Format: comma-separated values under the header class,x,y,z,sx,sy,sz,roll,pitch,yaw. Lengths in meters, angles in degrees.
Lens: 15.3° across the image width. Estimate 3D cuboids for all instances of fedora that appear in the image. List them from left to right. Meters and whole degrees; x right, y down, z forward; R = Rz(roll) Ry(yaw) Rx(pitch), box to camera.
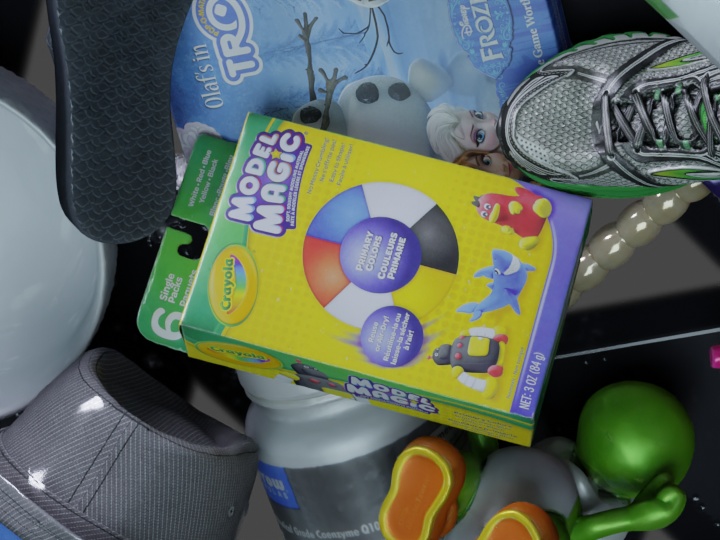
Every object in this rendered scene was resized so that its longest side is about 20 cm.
class,x,y,z,sx,sy,sz,roll,pitch,yaw
fedora,-0.111,0.099,1.319,0.176,0.200,0.091,32,90,16

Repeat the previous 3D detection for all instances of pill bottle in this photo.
class,x,y,z,sx,sy,sz,roll,pitch,yaw
pill bottle,0.007,0.103,1.372,0.113,0.114,0.201,-14,113,15

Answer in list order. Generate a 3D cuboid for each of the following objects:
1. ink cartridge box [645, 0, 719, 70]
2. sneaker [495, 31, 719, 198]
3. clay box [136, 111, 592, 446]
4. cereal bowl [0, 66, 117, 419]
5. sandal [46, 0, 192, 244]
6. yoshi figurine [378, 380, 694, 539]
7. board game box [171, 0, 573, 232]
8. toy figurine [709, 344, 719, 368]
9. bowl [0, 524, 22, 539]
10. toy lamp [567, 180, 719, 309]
class,x,y,z,sx,sy,sz,roll,pitch,yaw
ink cartridge box,0.157,-0.169,1.167,0.146,0.200,0.084,41,112,-12
sneaker,0.159,-0.076,1.230,0.199,0.085,0.079,-6,91,13
clay box,0.000,0.000,1.269,0.199,0.116,0.048,14,160,6
cereal bowl,-0.216,-0.025,1.361,0.199,0.083,0.201,3,117,7
sandal,-0.119,-0.113,1.268,0.076,0.043,0.201,-1,112,-26
yoshi figurine,0.101,0.098,1.318,0.111,0.200,0.113,-11,88,31
board game box,-0.002,-0.117,1.304,0.198,0.043,0.201,-10,114,15
toy figurine,0.269,0.033,1.310,0.183,0.151,0.200,-24,136,33
bowl,-0.116,0.175,1.389,0.200,0.201,0.040,30,89,-6
toy lamp,0.134,-0.021,1.324,0.200,0.058,0.058,-39,105,26
